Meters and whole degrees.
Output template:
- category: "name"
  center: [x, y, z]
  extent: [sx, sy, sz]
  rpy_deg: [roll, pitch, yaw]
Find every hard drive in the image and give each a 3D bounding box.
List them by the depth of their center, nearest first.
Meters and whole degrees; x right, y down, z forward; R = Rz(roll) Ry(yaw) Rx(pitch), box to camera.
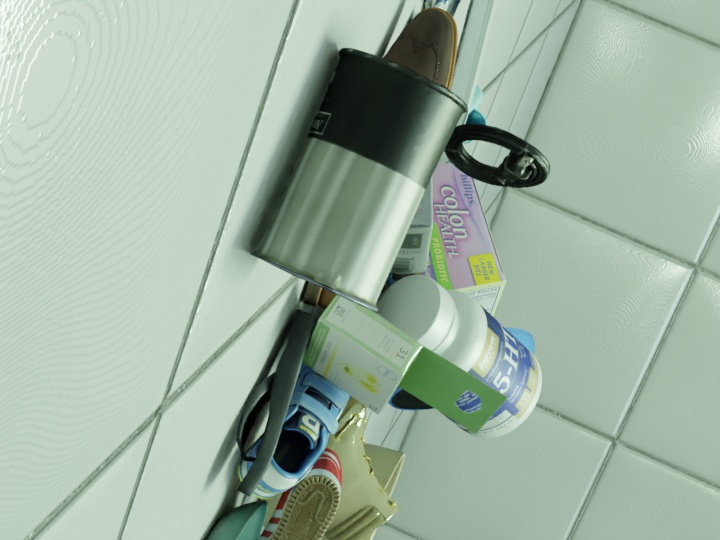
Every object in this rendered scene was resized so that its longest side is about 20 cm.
- category: "hard drive"
  center: [0.118, -0.234, 1.643]
  extent: [0.132, 0.026, 0.201]
  rpy_deg: [106, -1, -67]

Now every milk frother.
- category: "milk frother"
  center: [0.039, -0.056, 1.257]
  extent: [0.181, 0.199, 0.189]
  rpy_deg: [25, 89, -86]

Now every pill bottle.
- category: "pill bottle"
  center: [0.103, 0.091, 1.646]
  extent: [0.200, 0.119, 0.120]
  rpy_deg: [40, 69, -42]

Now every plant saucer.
- category: "plant saucer"
  center: [-0.162, 0.341, 1.667]
  extent: [0.200, 0.036, 0.201]
  rpy_deg: [25, 90, -82]

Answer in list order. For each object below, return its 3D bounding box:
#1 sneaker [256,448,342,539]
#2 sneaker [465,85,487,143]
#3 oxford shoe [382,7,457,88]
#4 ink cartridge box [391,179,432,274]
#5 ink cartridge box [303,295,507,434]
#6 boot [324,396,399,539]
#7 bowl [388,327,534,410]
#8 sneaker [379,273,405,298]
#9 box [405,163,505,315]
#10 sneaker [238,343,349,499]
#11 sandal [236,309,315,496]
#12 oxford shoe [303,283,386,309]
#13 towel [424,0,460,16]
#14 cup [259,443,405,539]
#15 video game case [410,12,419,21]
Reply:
- category: "sneaker"
  center: [-0.080, 0.287, 1.673]
  extent: [0.200, 0.071, 0.113]
  rpy_deg: [-56, -172, 17]
- category: "sneaker"
  center: [0.108, -0.168, 1.809]
  extent: [0.074, 0.082, 0.200]
  rpy_deg: [-63, 171, -18]
- category: "oxford shoe"
  center: [0.034, -0.160, 1.396]
  extent: [0.201, 0.071, 0.073]
  rpy_deg: [-65, 167, -6]
- category: "ink cartridge box"
  center: [0.052, -0.113, 1.566]
  extent: [0.163, 0.057, 0.201]
  rpy_deg: [89, -1, -74]
- category: "ink cartridge box"
  center: [0.041, 0.112, 1.544]
  extent: [0.048, 0.200, 0.146]
  rpy_deg: [-54, 175, -22]
- category: "boot"
  center: [-0.001, 0.216, 1.759]
  extent: [0.200, 0.156, 0.073]
  rpy_deg: [-42, -178, -21]
- category: "bowl"
  center: [0.120, 0.125, 1.846]
  extent: [0.201, 0.200, 0.040]
  rpy_deg: [91, -14, -70]
- category: "sneaker"
  center: [-0.003, 0.074, 1.704]
  extent: [0.090, 0.078, 0.200]
  rpy_deg: [-40, 170, -50]
- category: "box"
  center: [0.091, -0.012, 1.794]
  extent: [0.200, 0.096, 0.177]
  rpy_deg: [101, -23, -64]
- category: "sneaker"
  center: [-0.055, 0.155, 1.616]
  extent: [0.201, 0.074, 0.082]
  rpy_deg: [-63, -168, -21]
- category: "sandal"
  center: [-0.095, 0.134, 1.531]
  extent: [0.076, 0.043, 0.201]
  rpy_deg: [113, -6, -68]
- category: "oxford shoe"
  center: [0.000, 0.000, 1.632]
  extent: [0.200, 0.071, 0.072]
  rpy_deg: [-56, 165, -61]
- category: "towel"
  center: [0.116, -0.333, 1.595]
  extent: [0.147, 0.024, 0.201]
  rpy_deg: [89, 25, -74]
- category: "cup"
  center: [-0.047, 0.295, 1.910]
  extent: [0.200, 0.143, 0.201]
  rpy_deg: [25, 90, -82]
- category: "video game case"
  center: [0.029, -0.137, 1.538]
  extent: [0.182, 0.024, 0.201]
  rpy_deg: [89, 21, -72]
